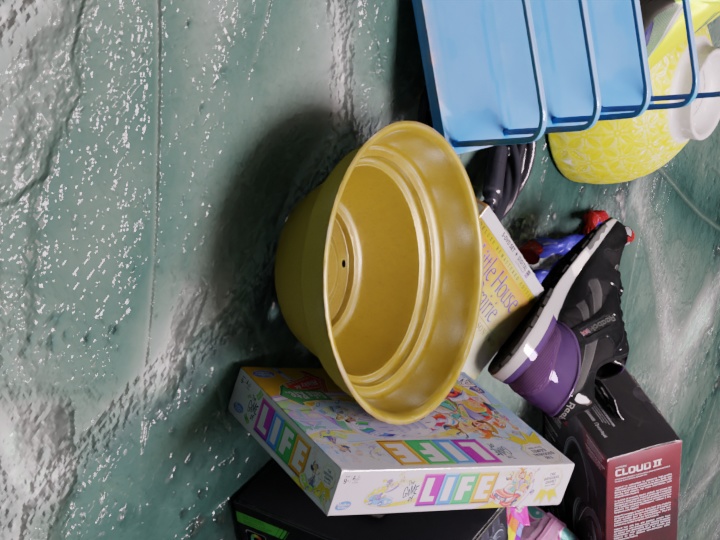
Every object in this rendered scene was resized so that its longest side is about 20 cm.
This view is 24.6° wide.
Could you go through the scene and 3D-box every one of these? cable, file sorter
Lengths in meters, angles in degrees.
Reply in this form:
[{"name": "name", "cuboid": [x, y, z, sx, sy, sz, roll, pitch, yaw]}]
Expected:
[{"name": "cable", "cuboid": [0.096, -0.113, 1.271, 0.163, 0.051, 0.201, 27, 79, -63]}, {"name": "file sorter", "cuboid": [0.157, -0.168, 1.164, 0.199, 0.123, 0.139, -15, 101, -31]}]

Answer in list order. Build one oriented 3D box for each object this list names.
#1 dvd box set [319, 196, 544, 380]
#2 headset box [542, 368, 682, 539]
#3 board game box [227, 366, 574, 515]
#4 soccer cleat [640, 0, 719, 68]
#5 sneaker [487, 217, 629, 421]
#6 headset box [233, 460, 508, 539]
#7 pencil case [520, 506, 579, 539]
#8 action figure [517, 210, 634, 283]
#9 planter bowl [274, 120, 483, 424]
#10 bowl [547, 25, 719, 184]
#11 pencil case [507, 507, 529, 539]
[{"name": "dvd box set", "cuboid": [0.049, 0.055, 1.241, 0.200, 0.029, 0.146, -51, 145, -8]}, {"name": "headset box", "cuboid": [0.226, 0.184, 1.505, 0.077, 0.149, 0.201, -13, 123, -12]}, {"name": "board game box", "cuboid": [0.028, 0.113, 1.120, 0.199, 0.134, 0.034, 4, 114, -37]}, {"name": "soccer cleat", "cuboid": [0.238, -0.200, 1.334, 0.200, 0.065, 0.084, -31, 154, -24]}, {"name": "sneaker", "cuboid": [0.180, 0.044, 1.330, 0.200, 0.087, 0.076, -52, -178, -38]}, {"name": "headset box", "cuboid": [0.013, 0.228, 1.175, 0.093, 0.174, 0.201, -41, 137, -42]}, {"name": "pencil case", "cuboid": [0.118, 0.292, 1.458, 0.200, 0.087, 0.088, -38, 135, -42]}, {"name": "action figure", "cuboid": [0.192, -0.013, 1.466, 0.200, 0.052, 0.066, -23, 119, -54]}, {"name": "planter bowl", "cuboid": [0.000, 0.000, 1.115, 0.200, 0.083, 0.201, -6, 98, -56]}, {"name": "bowl", "cuboid": [0.255, -0.163, 1.432, 0.200, 0.107, 0.201, -31, 129, -48]}, {"name": "pencil case", "cuboid": [0.082, 0.185, 1.315, 0.089, 0.088, 0.200, -67, 162, -10]}]
